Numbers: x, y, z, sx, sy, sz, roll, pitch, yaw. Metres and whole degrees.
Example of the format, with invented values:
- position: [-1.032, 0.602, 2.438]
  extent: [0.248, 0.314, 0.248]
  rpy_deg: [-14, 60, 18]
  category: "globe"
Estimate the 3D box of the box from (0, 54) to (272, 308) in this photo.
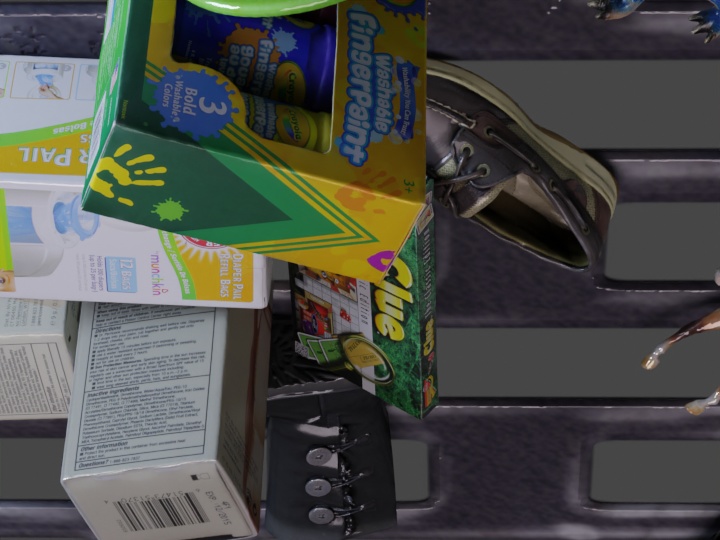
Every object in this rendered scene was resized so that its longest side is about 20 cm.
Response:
- position: [-0.150, -0.053, 1.475]
  extent: [0.200, 0.101, 0.113]
  rpy_deg: [3, 140, -1]
  category: "box"

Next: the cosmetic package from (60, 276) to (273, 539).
- position: [-0.115, 0.065, 1.538]
  extent: [0.103, 0.200, 0.087]
  rpy_deg: [-8, 140, 14]
  category: "cosmetic package"

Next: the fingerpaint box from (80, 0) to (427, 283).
- position: [-0.052, -0.107, 1.329]
  extent: [0.167, 0.200, 0.073]
  rpy_deg: [15, 138, -14]
  category: "fingerpaint box"

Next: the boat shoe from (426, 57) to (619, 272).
- position: [0.072, -0.062, 1.481]
  extent: [0.200, 0.065, 0.073]
  rpy_deg: [25, 137, -23]
  category: "boat shoe"

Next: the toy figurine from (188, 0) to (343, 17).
- position: [-0.026, -0.251, 1.232]
  extent: [0.200, 0.150, 0.184]
  rpy_deg: [-21, 129, -6]
  category: "toy figurine"

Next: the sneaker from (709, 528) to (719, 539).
- position: [0.266, 0.220, 1.813]
  extent: [0.200, 0.070, 0.078]
  rpy_deg: [-29, 128, 23]
  category: "sneaker"

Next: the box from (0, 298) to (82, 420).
- position: [-0.277, 0.043, 1.612]
  extent: [0.200, 0.078, 0.095]
  rpy_deg: [-1, 140, 4]
  category: "box"

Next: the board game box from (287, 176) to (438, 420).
- position: [0.000, 0.000, 1.533]
  extent: [0.105, 0.023, 0.200]
  rpy_deg: [25, 142, 25]
  category: "board game box"

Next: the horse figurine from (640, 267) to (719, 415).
- position: [0.282, 0.058, 1.619]
  extent: [0.200, 0.050, 0.133]
  rpy_deg: [33, 115, -20]
  category: "horse figurine"

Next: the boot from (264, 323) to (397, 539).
- position: [-0.059, 0.114, 1.706]
  extent: [0.165, 0.066, 0.200]
  rpy_deg: [1, 144, 4]
  category: "boot"

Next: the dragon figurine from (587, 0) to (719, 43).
- position: [0.182, -0.180, 1.341]
  extent: [0.200, 0.059, 0.099]
  rpy_deg: [11, 140, -9]
  category: "dragon figurine"
